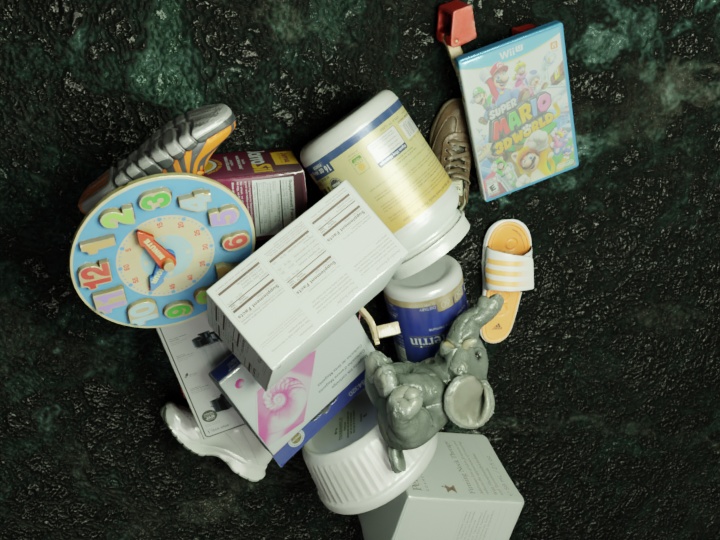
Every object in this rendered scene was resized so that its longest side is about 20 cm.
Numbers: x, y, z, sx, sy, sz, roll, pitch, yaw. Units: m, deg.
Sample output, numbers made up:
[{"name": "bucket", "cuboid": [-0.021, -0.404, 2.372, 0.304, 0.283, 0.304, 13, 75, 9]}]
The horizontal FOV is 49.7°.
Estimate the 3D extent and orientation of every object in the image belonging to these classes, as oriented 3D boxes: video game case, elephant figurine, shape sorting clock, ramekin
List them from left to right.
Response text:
[{"name": "shape sorting clock", "cuboid": [-0.207, -0.015, 0.832, 0.198, 0.039, 0.201, -14, 133, -15]}, {"name": "ramekin", "cuboid": [0.006, 0.247, 1.131, 0.201, 0.203, 0.095, -31, 108, 1]}, {"name": "elephant figurine", "cuboid": [0.114, 0.146, 1.025, 0.198, 0.142, 0.156, -17, 149, -17]}, {"name": "video game case", "cuboid": [0.207, -0.202, 1.007, 0.142, 0.018, 0.202, -21, 122, -5]}]

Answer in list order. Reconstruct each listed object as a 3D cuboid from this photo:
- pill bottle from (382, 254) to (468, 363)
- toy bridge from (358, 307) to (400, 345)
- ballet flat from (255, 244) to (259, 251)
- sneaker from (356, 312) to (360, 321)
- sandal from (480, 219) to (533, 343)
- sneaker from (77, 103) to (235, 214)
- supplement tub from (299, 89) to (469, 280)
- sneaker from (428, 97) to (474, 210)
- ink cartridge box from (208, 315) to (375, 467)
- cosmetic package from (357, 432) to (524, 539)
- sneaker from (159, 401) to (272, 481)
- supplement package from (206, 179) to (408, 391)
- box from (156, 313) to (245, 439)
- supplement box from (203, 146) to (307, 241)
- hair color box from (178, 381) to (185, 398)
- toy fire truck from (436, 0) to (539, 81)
[{"name": "pill bottle", "cuboid": [0.103, 0.086, 1.121, 0.115, 0.116, 0.202, -18, 119, -7]}, {"name": "toy bridge", "cuboid": [0.000, 0.000, 1.036, 0.066, 0.027, 0.202, -11, 81, -10]}, {"name": "ballet flat", "cuboid": [-0.157, 0.034, 1.060, 0.066, 0.056, 0.202, -34, 121, -42]}, {"name": "sneaker", "cuboid": [-0.029, 0.063, 1.108, 0.095, 0.079, 0.201, 16, 107, -52]}, {"name": "sandal", "cuboid": [0.222, 0.026, 1.157, 0.078, 0.059, 0.209, -6, 116, -13]}, {"name": "sneaker", "cuboid": [-0.200, -0.092, 0.856, 0.199, 0.078, 0.112, -32, 121, 11]}, {"name": "supplement tub", "cuboid": [0.033, -0.104, 0.966, 0.144, 0.144, 0.201, -35, 101, 3]}, {"name": "sneaker", "cuboid": [0.128, -0.126, 1.047, 0.070, 0.076, 0.202, 1, 114, -16]}, {"name": "ink cartridge box", "cuboid": [-0.070, 0.141, 1.022, 0.196, 0.043, 0.201, -42, 125, -17]}, {"name": "cosmetic package", "cuboid": [0.118, 0.371, 1.232, 0.198, 0.168, 0.168, 8, 114, -20]}, {"name": "sneaker", "cuboid": [-0.204, 0.232, 1.141, 0.199, 0.074, 0.088, 35, 90, -34]}, {"name": "supplement package", "cuboid": [-0.065, 0.023, 0.890, 0.200, 0.156, 0.111, -39, 83, -18]}, {"name": "box", "cuboid": [-0.184, 0.110, 1.013, 0.115, 0.060, 0.202, -19, 119, -6]}, {"name": "supplement box", "cuboid": [-0.172, -0.090, 0.961, 0.198, 0.110, 0.087, -8, 115, -13]}, {"name": "hair color box", "cuboid": [-0.219, 0.064, 1.050, 0.100, 0.061, 0.202, -16, 118, -8]}, {"name": "toy fire truck", "cuboid": [0.179, -0.255, 1.009, 0.140, 0.049, 0.202, -19, 119, -12]}]
